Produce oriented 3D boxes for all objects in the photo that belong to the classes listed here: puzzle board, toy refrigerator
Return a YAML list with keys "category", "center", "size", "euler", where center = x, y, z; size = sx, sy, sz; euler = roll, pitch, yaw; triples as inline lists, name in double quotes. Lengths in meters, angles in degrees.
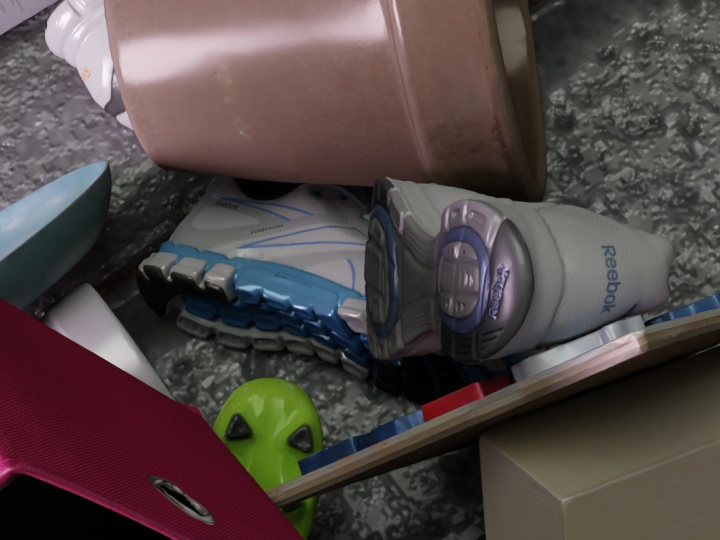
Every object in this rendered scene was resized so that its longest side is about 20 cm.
- category: "puzzle board"
  center: [0.074, 0.046, 0.909]
  size: [0.199, 0.150, 0.018]
  euler: [-26, 81, 39]
- category: "toy refrigerator"
  center: [0.148, 0.078, 0.918]
  size: [0.199, 0.076, 0.070]
  euler: [-19, 29, -23]

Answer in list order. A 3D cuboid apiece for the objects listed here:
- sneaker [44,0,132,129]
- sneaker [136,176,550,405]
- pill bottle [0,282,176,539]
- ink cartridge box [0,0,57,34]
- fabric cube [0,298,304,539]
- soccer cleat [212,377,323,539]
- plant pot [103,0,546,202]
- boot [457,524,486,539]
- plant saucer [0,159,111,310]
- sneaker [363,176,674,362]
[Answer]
- category: "sneaker"
  center: [-0.054, -0.139, 1.125]
  size: [0.199, 0.074, 0.080]
  euler: [-34, 77, -1]
- category: "sneaker"
  center: [0.000, 0.000, 1.037]
  size: [0.199, 0.075, 0.087]
  euler: [18, 63, 19]
- category: "pill bottle"
  center: [-0.174, 0.101, 0.995]
  size: [0.199, 0.117, 0.117]
  euler: [-36, 63, -8]
- category: "ink cartridge box"
  center: [-0.165, -0.209, 1.172]
  size: [0.199, 0.068, 0.116]
  euler: [-32, 63, -5]
- category: "fabric cube"
  center: [-0.141, 0.134, 0.833]
  size: [0.200, 0.196, 0.199]
  euler: [-52, 37, 5]
- category: "soccer cleat"
  center: [-0.055, 0.146, 0.981]
  size: [0.067, 0.081, 0.202]
  euler: [15, 88, -2]
- category: "plant pot"
  center: [-0.016, -0.112, 1.015]
  size: [0.173, 0.200, 0.202]
  euler: [-10, 62, 9]
- category: "boot"
  center: [0.073, 0.144, 0.947]
  size: [0.199, 0.074, 0.096]
  euler: [-27, 69, -2]
- category: "plant saucer"
  center: [-0.189, 0.017, 1.021]
  size: [0.200, 0.200, 0.028]
  euler: [-36, 102, -7]
- category: "sneaker"
  center: [0.055, 0.003, 0.904]
  size: [0.086, 0.200, 0.075]
  euler: [0, 97, -18]
